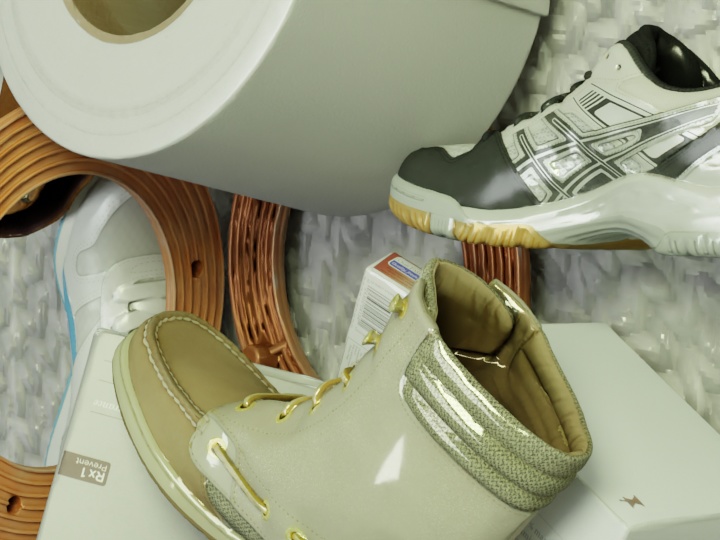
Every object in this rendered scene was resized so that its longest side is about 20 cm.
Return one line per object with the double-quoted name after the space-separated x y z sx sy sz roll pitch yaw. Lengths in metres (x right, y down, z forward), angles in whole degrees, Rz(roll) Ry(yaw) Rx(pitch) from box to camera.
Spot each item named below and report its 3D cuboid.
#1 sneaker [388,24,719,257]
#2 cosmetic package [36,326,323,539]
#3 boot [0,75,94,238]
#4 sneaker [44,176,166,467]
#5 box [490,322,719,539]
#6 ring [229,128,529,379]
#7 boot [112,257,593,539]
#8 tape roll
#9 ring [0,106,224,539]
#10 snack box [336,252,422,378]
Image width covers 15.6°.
0.099 -0.050 1.015 0.199 0.076 0.088 1 92 37 "sneaker"
-0.089 0.136 1.111 0.090 0.106 0.201 108 175 -77 "cosmetic package"
-0.128 -0.134 1.220 0.188 0.068 0.201 -32 44 47 "boot"
-0.103 0.043 1.252 0.081 0.076 0.201 41 133 53 "sneaker"
0.061 0.137 1.046 0.124 0.097 0.200 47 124 38 "box"
0.000 0.000 1.164 0.200 0.019 0.201 5 96 51 "ring"
-0.006 0.050 0.995 0.200 0.072 0.155 51 127 30 "boot"
-0.041 -0.132 1.090 0.202 0.139 0.204 -12 73 42 "tape roll"
-0.133 0.021 1.152 0.019 0.200 0.201 13 103 38 "ring"
0.013 0.093 1.124 0.072 0.024 0.201 31 127 23 "snack box"
